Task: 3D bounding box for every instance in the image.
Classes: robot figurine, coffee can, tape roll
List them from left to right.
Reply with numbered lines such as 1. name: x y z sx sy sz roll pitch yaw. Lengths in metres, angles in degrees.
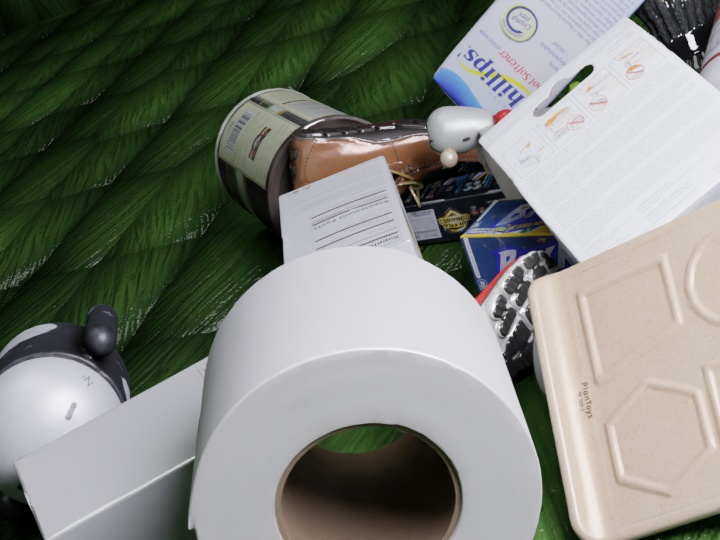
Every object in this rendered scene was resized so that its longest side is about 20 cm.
1. robot figurine: -0.250 0.116 1.025 0.123 0.152 0.200 -11 13 -7
2. coffee can: -0.058 -0.105 1.302 0.145 0.148 0.200 -28 24 -13
3. tape roll: 0.001 0.104 0.751 0.200 0.204 0.140 -19 24 6

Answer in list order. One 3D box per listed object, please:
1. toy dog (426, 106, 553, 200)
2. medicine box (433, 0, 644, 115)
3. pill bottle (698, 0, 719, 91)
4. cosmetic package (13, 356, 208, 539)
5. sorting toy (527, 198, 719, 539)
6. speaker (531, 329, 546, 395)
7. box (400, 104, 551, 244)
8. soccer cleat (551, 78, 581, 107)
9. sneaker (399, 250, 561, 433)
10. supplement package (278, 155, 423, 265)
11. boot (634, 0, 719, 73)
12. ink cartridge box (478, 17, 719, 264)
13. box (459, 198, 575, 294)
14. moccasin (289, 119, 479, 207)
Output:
1. toy dog: 0.158 -0.094 1.060 0.198 0.132 0.097 -9 60 34
2. medicine box: 0.182 -0.243 1.197 0.200 0.103 0.182 -48 3 26
3. pill bottle: 0.335 -0.162 1.012 0.111 0.112 0.201 -3 48 36
4. cosmetic package: -0.140 0.146 0.912 0.199 0.085 0.108 -28 36 -12
5. sorting toy: 0.207 0.055 0.749 0.198 0.036 0.187 -24 57 27
6. speaker: 0.215 0.056 0.816 0.198 0.082 0.081 1 33 42
7. box: 0.138 -0.102 1.251 0.157 0.046 0.200 -8 28 28
8. soccer cleat: 0.274 -0.159 1.241 0.198 0.082 0.068 -18 -22 -35
9. sneaker: 0.084 0.051 0.947 0.084 0.078 0.200 -2 32 50
10. supplement package: 0.000 0.000 1.076 0.108 0.115 0.200 -21 25 4
11. boot: 0.294 -0.177 1.125 0.211 0.159 0.079 -38 17 -35
12. ink cartridge box: 0.200 -0.088 0.947 0.160 0.047 0.201 -40 42 6
13. box: 0.184 -0.017 1.006 0.198 0.071 0.064 -1 31 39
14. moccasin: 0.031 -0.102 1.185 0.199 0.079 0.074 -9 16 -20
